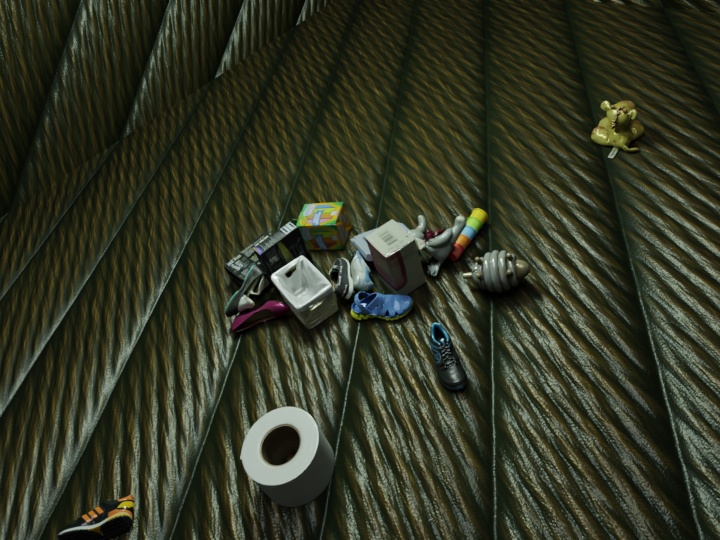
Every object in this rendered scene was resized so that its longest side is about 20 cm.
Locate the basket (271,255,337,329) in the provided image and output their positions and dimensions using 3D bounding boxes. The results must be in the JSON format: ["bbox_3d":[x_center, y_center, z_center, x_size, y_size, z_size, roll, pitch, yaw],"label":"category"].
[{"bbox_3d":[-0.176,0.072,1.738,0.135,0.124,0.200,-34,47,-14],"label":"basket"}]

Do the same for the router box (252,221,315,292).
[{"bbox_3d":[-0.251,-0.041,1.816,0.157,0.200,0.052,-38,47,-18],"label":"router box"}]

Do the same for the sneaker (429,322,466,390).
[{"bbox_3d":[0.228,0.232,1.469,0.073,0.082,0.200,-20,46,-2],"label":"sneaker"}]

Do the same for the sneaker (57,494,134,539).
[{"bbox_3d":[-0.686,0.652,1.419,0.199,0.070,0.090,-18,30,2],"label":"sneaker"}]

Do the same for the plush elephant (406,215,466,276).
[{"bbox_3d":[0.214,-0.101,1.728,0.154,0.165,0.201,30,78,-4],"label":"plush elephant"}]

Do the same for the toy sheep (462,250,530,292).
[{"bbox_3d":[0.398,0.002,1.593,0.199,0.138,0.138,-3,47,26],"label":"toy sheep"}]

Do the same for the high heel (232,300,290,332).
[{"bbox_3d":[-0.321,0.157,1.751,0.199,0.068,0.096,-12,40,26],"label":"high heel"}]

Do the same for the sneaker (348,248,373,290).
[{"bbox_3d":[0.000,0.000,1.794,0.072,0.072,0.200,19,31,-20],"label":"sneaker"}]

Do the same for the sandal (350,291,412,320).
[{"bbox_3d":[0.060,0.102,1.651,0.199,0.087,0.080,-7,44,11],"label":"sandal"}]

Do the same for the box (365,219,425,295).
[{"bbox_3d":[0.110,-0.033,1.679,0.109,0.200,0.128,-32,46,-12],"label":"box"}]

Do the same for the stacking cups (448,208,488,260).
[{"bbox_3d":[0.346,-0.119,1.775,0.060,0.061,0.200,21,58,34],"label":"stacking cups"}]

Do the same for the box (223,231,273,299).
[{"bbox_3d":[-0.353,-0.019,1.913,0.200,0.086,0.163,-43,49,-21],"label":"box"}]

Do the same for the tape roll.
[{"bbox_3d":[-0.178,0.465,1.353,0.202,0.139,0.203,-11,46,11],"label":"tape roll"}]

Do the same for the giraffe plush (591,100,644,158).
[{"bbox_3d":[0.899,-0.518,1.881,0.172,0.163,0.200,6,50,24],"label":"giraffe plush"}]

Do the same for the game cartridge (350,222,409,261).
[{"bbox_3d":[0.083,-0.098,1.838,0.199,0.042,0.133,-20,47,-21],"label":"game cartridge"}]

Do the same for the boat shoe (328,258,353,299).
[{"bbox_3d":[-0.072,0.018,1.768,0.060,0.074,0.200,17,32,-22],"label":"boat shoe"}]

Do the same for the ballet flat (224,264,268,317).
[{"bbox_3d":[-0.368,0.075,1.763,0.068,0.068,0.201,28,86,23],"label":"ballet flat"}]

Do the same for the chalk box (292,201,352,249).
[{"bbox_3d":[-0.151,-0.158,1.947,0.199,0.125,0.124,-2,47,20],"label":"chalk box"}]
